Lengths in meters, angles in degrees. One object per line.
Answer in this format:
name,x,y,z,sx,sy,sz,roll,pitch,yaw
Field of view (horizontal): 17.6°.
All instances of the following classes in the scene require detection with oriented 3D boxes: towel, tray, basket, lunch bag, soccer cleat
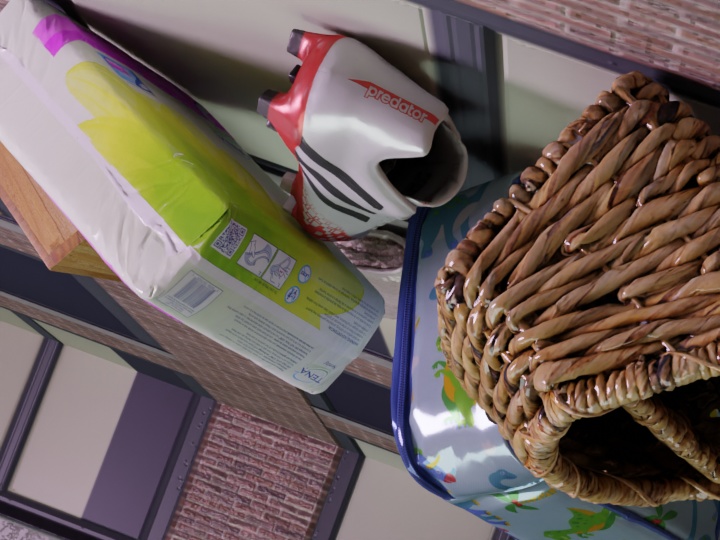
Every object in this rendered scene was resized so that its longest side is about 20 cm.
towel,0.000,0.000,1.472,0.199,0.035,0.132,11,168,44
tray,-0.139,-0.039,1.267,0.099,0.037,0.200,54,-166,16
basket,0.131,0.042,0.916,0.149,0.143,0.200,45,-178,25
lunch bag,0.099,0.050,1.113,0.082,0.162,0.200,-14,150,36
soccer cleat,0.009,-0.048,1.046,0.085,0.069,0.200,24,168,12

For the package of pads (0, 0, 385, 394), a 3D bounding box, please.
package of pads,-0.090,-0.035,1.129,0.200,0.068,0.154,46,-172,37
